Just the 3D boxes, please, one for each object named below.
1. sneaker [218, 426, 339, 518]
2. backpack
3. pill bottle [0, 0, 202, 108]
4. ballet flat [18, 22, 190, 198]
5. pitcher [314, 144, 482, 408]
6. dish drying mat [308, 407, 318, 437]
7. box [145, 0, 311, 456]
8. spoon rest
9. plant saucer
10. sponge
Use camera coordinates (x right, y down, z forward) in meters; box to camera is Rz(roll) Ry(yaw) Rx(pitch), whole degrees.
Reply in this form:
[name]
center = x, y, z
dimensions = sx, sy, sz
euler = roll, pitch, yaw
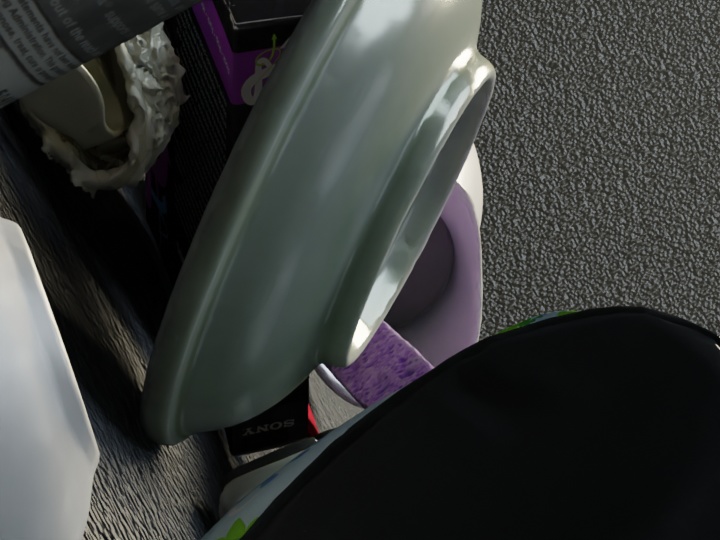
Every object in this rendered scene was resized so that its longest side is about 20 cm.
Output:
[sneaker]
center = 0.008, 0.123, 1.043
dimensions = 0.200, 0.074, 0.080
euler = 45, 26, -61
[backpack]
center = 0.027, 0.096, 0.774
dimensions = 0.154, 0.163, 0.200
euler = 48, -12, 30
[pill bottle]
center = -0.055, -0.136, 0.860
dimensions = 0.114, 0.199, 0.114
euler = 63, 3, -6
[ballet flat]
center = -0.110, -0.107, 0.959
dimensions = 0.201, 0.071, 0.072
euler = 61, 4, -32
[pitcher]
center = 0.000, 0.000, 1.250
dimensions = 0.200, 0.120, 0.173
euler = -115, -165, -67
[dish drying mat]
center = -0.067, -0.013, 1.346
dimensions = 0.077, 0.018, 0.201
euler = 55, 10, -50
[box]
center = -0.050, -0.052, 1.103
dimensions = 0.143, 0.036, 0.201
euler = -113, -160, -46
[spoon rest]
center = -0.092, -0.002, 0.570
dimensions = 0.200, 0.060, 0.100
euler = 83, -14, -56
[plant saucer]
center = -0.002, -0.027, 0.939
dimensions = 0.050, 0.201, 0.200
euler = 27, -1, 7
[sponge]
center = 0.040, 0.067, 1.051
dimensions = 0.112, 0.030, 0.200
euler = 45, -1, -15
